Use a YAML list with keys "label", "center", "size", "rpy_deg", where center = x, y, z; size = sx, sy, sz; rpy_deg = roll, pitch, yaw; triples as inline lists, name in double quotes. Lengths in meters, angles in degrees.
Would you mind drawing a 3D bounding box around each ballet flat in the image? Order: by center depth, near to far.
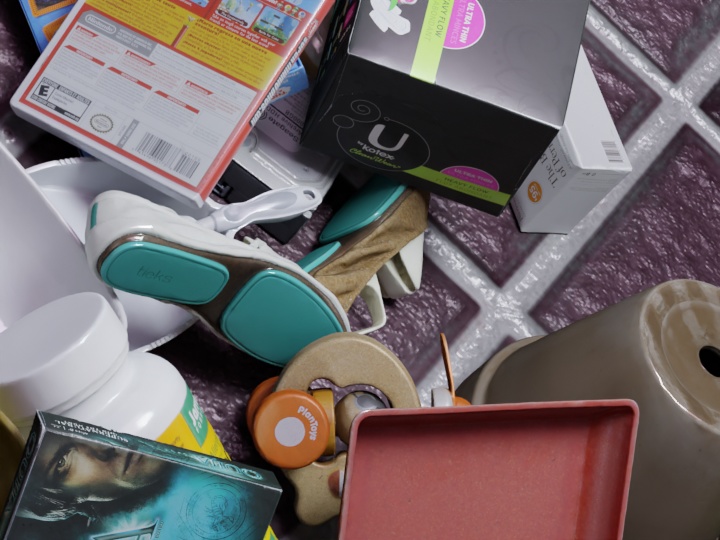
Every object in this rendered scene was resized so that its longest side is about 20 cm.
- label: "ballet flat"
  center: [-0.085, -0.001, 1.662]
  size: [0.200, 0.069, 0.070]
  rpy_deg: [25, 44, -40]
- label: "ballet flat"
  center: [0.000, 0.000, 1.793]
  size: [0.072, 0.068, 0.200]
  rpy_deg: [58, 42, -14]

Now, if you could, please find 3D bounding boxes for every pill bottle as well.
- label: "pill bottle"
  center: [-0.127, 0.116, 1.513]
  size: [0.200, 0.113, 0.113]
  rpy_deg: [61, 38, -22]

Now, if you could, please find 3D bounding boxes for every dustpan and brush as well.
- label: "dustpan and brush"
  center: [-0.111, -0.021, 1.723]
  size: [0.200, 0.057, 0.140]
  rpy_deg: [-11, 64, -41]

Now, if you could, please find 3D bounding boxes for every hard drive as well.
- label: "hard drive"
  center: [-0.058, -0.125, 1.861]
  size: [0.140, 0.038, 0.200]
  rpy_deg: [38, 44, -5]

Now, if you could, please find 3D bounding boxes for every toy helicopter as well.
- label: "toy helicopter"
  center: [0.025, 0.127, 1.677]
  size: [0.132, 0.079, 0.200]
  rpy_deg: [-30, 97, -3]

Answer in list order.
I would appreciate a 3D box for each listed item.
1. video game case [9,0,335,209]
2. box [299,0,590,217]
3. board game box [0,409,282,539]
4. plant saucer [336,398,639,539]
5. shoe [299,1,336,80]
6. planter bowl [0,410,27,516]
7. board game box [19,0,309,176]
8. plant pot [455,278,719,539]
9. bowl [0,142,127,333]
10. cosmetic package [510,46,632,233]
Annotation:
- label: "video game case"
  center: [-0.108, -0.151, 1.733]
  size: [0.143, 0.017, 0.200]
  rpy_deg: [27, 75, 18]
- label: "box"
  center: [0.062, -0.165, 1.797]
  size: [0.148, 0.124, 0.201]
  rpy_deg: [18, 59, -8]
- label: "board game box"
  center: [-0.138, 0.183, 1.456]
  size: [0.135, 0.201, 0.028]
  rpy_deg: [16, 14, -19]
- label: "plant saucer"
  center: [0.063, 0.170, 1.637]
  size: [0.199, 0.201, 0.037]
  rpy_deg: [-1, 13, -30]
- label: "shoe"
  center: [0.021, -0.187, 1.900]
  size: [0.070, 0.053, 0.200]
  rpy_deg: [47, 43, 5]
- label: "planter bowl"
  center: [-0.271, 0.132, 1.440]
  size: [0.200, 0.201, 0.083]
  rpy_deg: [0, 21, -36]
- label: "board game box"
  center: [-0.139, -0.175, 1.778]
  size: [0.151, 0.037, 0.200]
  rpy_deg: [-24, 68, -1]
- label: "plant pot"
  center: [0.177, 0.100, 1.758]
  size: [0.199, 0.174, 0.201]
  rpy_deg: [19, 49, -23]
- label: "bowl"
  center: [-0.256, 0.013, 1.582]
  size: [0.200, 0.075, 0.200]
  rpy_deg: [51, 45, 9]
- label: "cosmetic package"
  center: [0.119, -0.132, 1.963]
  size: [0.050, 0.083, 0.201]
  rpy_deg: [0, 57, -34]
